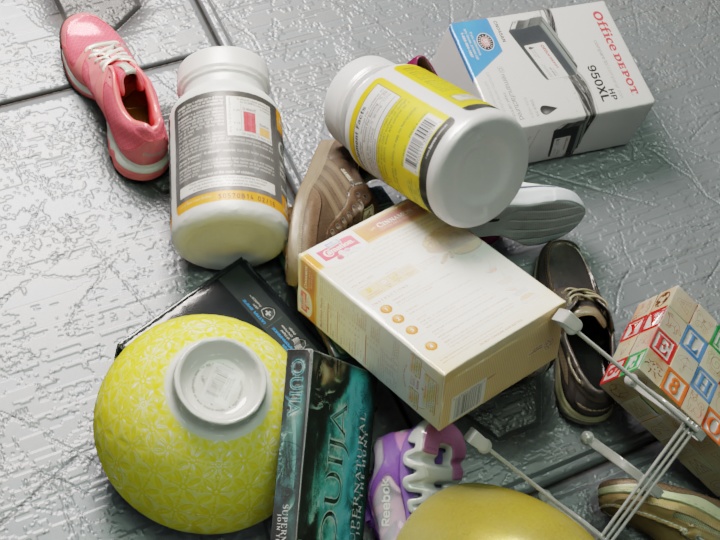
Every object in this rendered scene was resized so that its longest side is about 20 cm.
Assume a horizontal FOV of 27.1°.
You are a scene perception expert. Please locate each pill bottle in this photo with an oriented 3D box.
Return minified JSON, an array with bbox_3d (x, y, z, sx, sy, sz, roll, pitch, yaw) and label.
[{"bbox_3d":[0.057,-0.129,1.417,0.114,0.115,0.200,-23,37,-25],"label":"pill bottle"},{"bbox_3d":[-0.131,-0.112,1.465,0.115,0.117,0.201,3,61,-14],"label":"pill bottle"}]

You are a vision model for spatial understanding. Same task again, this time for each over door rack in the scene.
[{"bbox_3d":[0.199,0.143,1.347,0.200,0.067,0.148,39,85,-21],"label":"over door rack"}]

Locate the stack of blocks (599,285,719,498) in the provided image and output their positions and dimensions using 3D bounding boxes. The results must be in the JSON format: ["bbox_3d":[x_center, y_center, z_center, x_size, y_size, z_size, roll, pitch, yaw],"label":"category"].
[{"bbox_3d":[0.339,0.127,1.456,0.200,0.058,0.115,43,53,-11],"label":"stack of blocks"}]

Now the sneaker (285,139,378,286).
[{"bbox_3d":[-0.022,-0.060,1.457,0.075,0.071,0.201,10,44,5],"label":"sneaker"}]

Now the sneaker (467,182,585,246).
[{"bbox_3d":[0.146,-0.074,1.508,0.199,0.073,0.071,4,46,-41],"label":"sneaker"}]

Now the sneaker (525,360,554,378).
[{"bbox_3d":[0.129,0.035,1.483,0.087,0.074,0.200,9,37,-43],"label":"sneaker"}]

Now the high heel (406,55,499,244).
[{"bbox_3d":[0.091,-0.123,1.545,0.067,0.096,0.200,-28,72,-27],"label":"high heel"}]

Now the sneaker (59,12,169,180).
[{"bbox_3d":[-0.239,-0.192,1.498,0.073,0.087,0.201,-21,68,-26],"label":"sneaker"}]

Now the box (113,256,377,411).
[{"bbox_3d":[-0.107,0.107,1.390,0.159,0.046,0.200,-36,76,-29],"label":"box"}]

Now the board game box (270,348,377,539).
[{"bbox_3d":[-0.031,0.178,1.295,0.028,0.135,0.202,-1,77,25],"label":"board game box"}]

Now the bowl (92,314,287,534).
[{"bbox_3d":[-0.127,0.115,1.290,0.198,0.108,0.202,7,61,-12],"label":"bowl"}]

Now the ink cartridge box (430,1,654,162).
[{"bbox_3d":[0.197,-0.202,1.625,0.199,0.084,0.145,-12,66,-22],"label":"ink cartridge box"}]

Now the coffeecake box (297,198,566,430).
[{"bbox_3d":[0.062,0.032,1.367,0.153,0.073,0.200,-28,50,-31],"label":"coffeecake box"}]

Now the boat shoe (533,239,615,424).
[{"bbox_3d":[0.225,0.052,1.496,0.074,0.073,0.201,-2,62,-16],"label":"boat shoe"}]

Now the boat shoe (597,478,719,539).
[{"bbox_3d":[0.316,0.254,1.416,0.198,0.072,0.077,16,74,-5],"label":"boat shoe"}]

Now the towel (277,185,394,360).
[{"bbox_3d":[0.000,0.000,1.469,0.146,0.022,0.201,-14,49,-22],"label":"towel"}]

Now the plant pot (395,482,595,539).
[{"bbox_3d":[0.139,0.278,1.261,0.199,0.142,0.202,7,77,-33],"label":"plant pot"}]

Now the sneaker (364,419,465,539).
[{"bbox_3d":[0.040,0.233,1.348,0.080,0.088,0.202,17,73,-48],"label":"sneaker"}]
